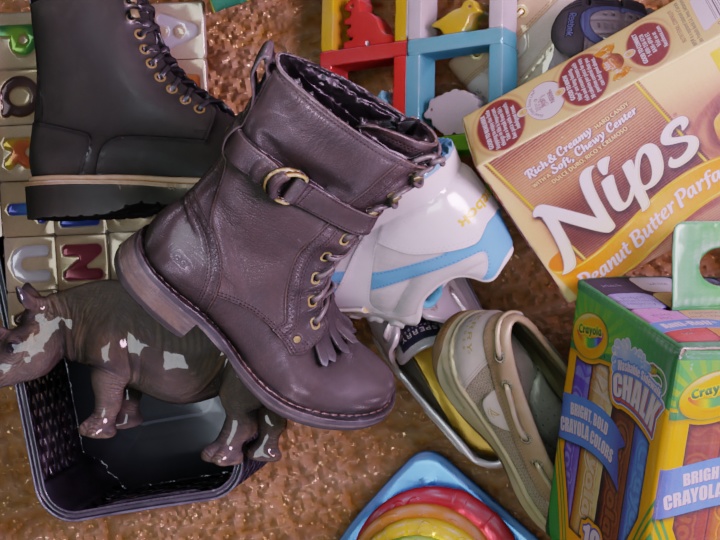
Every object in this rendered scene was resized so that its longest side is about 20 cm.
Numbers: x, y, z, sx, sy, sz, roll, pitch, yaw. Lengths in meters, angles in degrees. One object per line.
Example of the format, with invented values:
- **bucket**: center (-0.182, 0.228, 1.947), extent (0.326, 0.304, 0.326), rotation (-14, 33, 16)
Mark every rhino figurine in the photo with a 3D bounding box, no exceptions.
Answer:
- **rhino figurine**: center (-0.135, 0.051, 1.013), extent (0.199, 0.060, 0.088), rotation (12, 97, -2)

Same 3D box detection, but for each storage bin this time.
- **storage bin**: center (-0.140, 0.044, 1.100), extent (0.135, 0.094, 0.201), rotation (-10, 93, 11)

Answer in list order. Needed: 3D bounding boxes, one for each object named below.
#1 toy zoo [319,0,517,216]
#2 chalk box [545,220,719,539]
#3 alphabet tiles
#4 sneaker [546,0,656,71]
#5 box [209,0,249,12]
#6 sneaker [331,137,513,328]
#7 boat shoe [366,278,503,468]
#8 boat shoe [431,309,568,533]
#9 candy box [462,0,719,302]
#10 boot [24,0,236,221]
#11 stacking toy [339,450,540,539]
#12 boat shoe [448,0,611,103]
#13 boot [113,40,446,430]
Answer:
- **toy zoo**: center (0.033, -0.128, 1.049), extent (0.131, 0.020, 0.201), rotation (-4, 82, 34)
- **chalk box**: center (0.189, 0.074, 0.954), extent (0.124, 0.124, 0.201), rotation (0, 107, -19)
- **alphabet tiles**: center (-0.168, -0.055, 1.047), extent (0.166, 0.008, 0.201), rotation (-2, 93, 11)
- **sneaker**: center (0.196, -0.104, 1.030), extent (0.199, 0.075, 0.087), rotation (8, 135, -11)
- **box**: center (-0.032, -0.217, 0.980), extent (0.199, 0.117, 0.049), rotation (-17, 58, 1)
- **sneaker**: center (0.000, 0.000, 1.017), extent (0.200, 0.077, 0.081), rotation (-27, 107, 44)
- **boat shoe**: center (0.039, 0.035, 1.076), extent (0.071, 0.070, 0.200), rotation (-30, 89, 12)
- **boat shoe**: center (0.123, 0.101, 1.034), extent (0.073, 0.063, 0.201), rotation (-49, 112, -29)
- **candy box**: center (0.170, -0.078, 0.958), extent (0.199, 0.055, 0.116), rotation (-28, 126, 14)
- **boot**: center (-0.100, -0.103, 0.993), extent (0.199, 0.077, 0.139), rotation (-4, 89, 10)
- **stacking toy**: center (0.034, 0.191, 1.023), extent (0.116, 0.200, 0.110), rotation (40, 100, 4)
- **boat shoe**: center (0.124, -0.182, 1.042), extent (0.069, 0.074, 0.200), rotation (35, 100, 0)
- **boot**: center (-0.016, -0.012, 0.927), extent (0.200, 0.069, 0.174), rotation (33, 122, -24)
